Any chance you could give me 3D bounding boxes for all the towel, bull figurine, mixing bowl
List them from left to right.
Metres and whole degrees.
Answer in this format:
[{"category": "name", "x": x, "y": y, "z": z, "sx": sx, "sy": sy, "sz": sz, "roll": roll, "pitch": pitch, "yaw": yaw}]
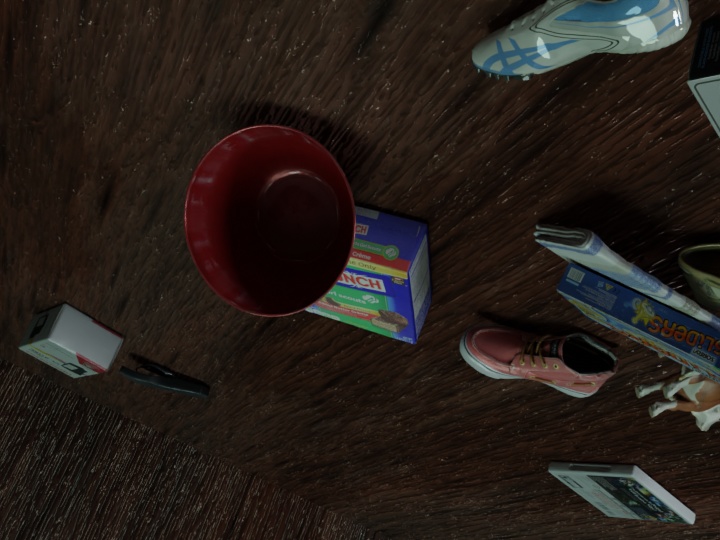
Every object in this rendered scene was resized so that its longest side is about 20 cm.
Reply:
[{"category": "mixing bowl", "x": -0.084, "y": -0.058, "z": 1.085, "sx": 0.196, "sy": 0.205, "sz": 0.108, "roll": 15, "pitch": -170, "yaw": 14}, {"category": "towel", "x": 0.281, "y": 0.009, "z": 1.005, "sx": 0.198, "sy": 0.024, "sz": 0.147, "roll": 30, "pitch": 180, "yaw": -11}, {"category": "bull figurine", "x": 0.399, "y": 0.132, "z": 1.156, "sx": 0.119, "sy": 0.066, "sz": 0.202, "roll": -12, "pitch": 146, "yaw": -5}]

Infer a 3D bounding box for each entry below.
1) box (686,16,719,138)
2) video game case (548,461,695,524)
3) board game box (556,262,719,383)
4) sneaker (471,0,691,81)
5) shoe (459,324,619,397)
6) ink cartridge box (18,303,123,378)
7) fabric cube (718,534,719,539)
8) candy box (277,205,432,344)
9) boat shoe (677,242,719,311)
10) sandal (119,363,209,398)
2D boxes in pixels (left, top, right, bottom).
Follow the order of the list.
[{"category": "box", "x": 0.346, "y": -0.135, "z": 0.681, "sx": 0.197, "sy": 0.061, "sz": 0.116, "roll": -2, "pitch": 146, "yaw": 43}, {"category": "video game case", "x": 0.454, "y": 0.386, "z": 1.703, "sx": 0.199, "sy": 0.024, "sz": 0.180, "roll": 38, "pitch": 151, "yaw": -30}, {"category": "board game box", "x": 0.315, "y": 0.062, "z": 1.031, "sx": 0.198, "sy": 0.035, "sz": 0.135, "roll": 28, "pitch": 179, "yaw": 32}, {"category": "sneaker", "x": 0.158, "y": -0.190, "z": 0.737, "sx": 0.198, "sy": 0.071, "sz": 0.074, "roll": -2, "pitch": 113, "yaw": 54}, {"category": "shoe", "x": 0.231, "y": 0.105, "z": 1.263, "sx": 0.196, "sy": 0.073, "sz": 0.091, "roll": 17, "pitch": 155, "yaw": -3}, {"category": "ink cartridge box", "x": -0.604, "y": 0.151, "z": 2.034, "sx": 0.145, "sy": 0.084, "sz": 0.198, "roll": 34, "pitch": 153, "yaw": -26}, {"category": "fabric cube", "x": 0.560, "y": 0.290, "z": 1.200, "sx": 0.193, "sy": 0.202, "sz": 0.201, "roll": 7, "pitch": 152, "yaw": 28}, {"category": "candy box", "x": 0.000, "y": 0.000, "z": 1.227, "sx": 0.166, "sy": 0.078, "sz": 0.201, "roll": 16, "pitch": 154, "yaw": 15}, {"category": "boat shoe", "x": 0.396, "y": 0.007, "z": 0.914, "sx": 0.197, "sy": 0.075, "sz": 0.062, "roll": -2, "pitch": 150, "yaw": 43}, {"category": "sandal", "x": -0.422, "y": 0.234, "z": 2.114, "sx": 0.196, "sy": 0.044, "sz": 0.076, "roll": 14, "pitch": 164, "yaw": -6}]
